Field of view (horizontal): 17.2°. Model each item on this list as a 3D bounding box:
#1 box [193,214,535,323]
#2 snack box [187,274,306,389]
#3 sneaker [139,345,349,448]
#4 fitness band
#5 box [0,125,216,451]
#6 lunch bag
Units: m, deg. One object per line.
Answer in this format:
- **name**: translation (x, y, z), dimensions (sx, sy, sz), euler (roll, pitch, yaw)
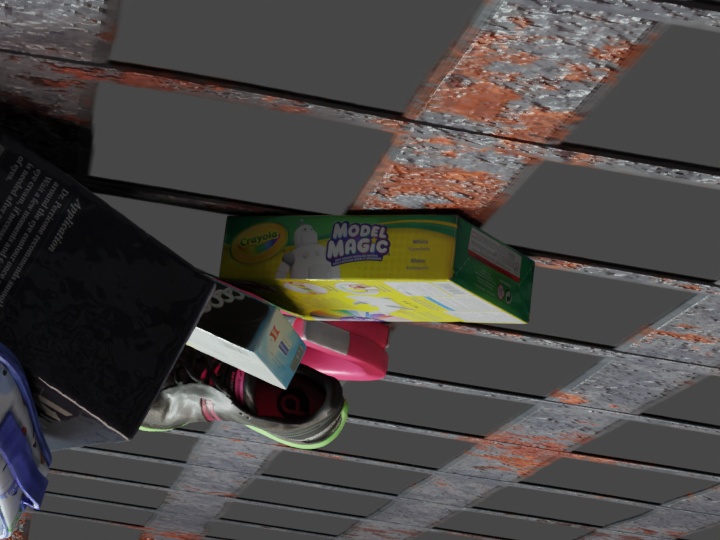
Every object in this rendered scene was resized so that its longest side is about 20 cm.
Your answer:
- **box**: translation (0.000, 0.000, 1.545), dimensions (0.199, 0.049, 0.117), euler (-2, 164, 30)
- **snack box**: translation (-0.138, 0.013, 1.576), dimensions (0.199, 0.037, 0.116), euler (24, 170, 13)
- **sneaker**: translation (-0.104, 0.083, 1.792), dimensions (0.198, 0.077, 0.084), euler (6, 157, -10)
- **fitness band**: translation (-0.063, 0.045, 1.810), dimensions (0.143, 0.038, 0.200), euler (2, 165, 36)
- **box**: translation (-0.227, 0.011, 1.441), dimensions (0.200, 0.118, 0.196), euler (37, 157, -21)
- **lunch bag**: translation (-0.254, 0.079, 1.370), dimensions (0.159, 0.076, 0.200), euler (21, 157, 11)
